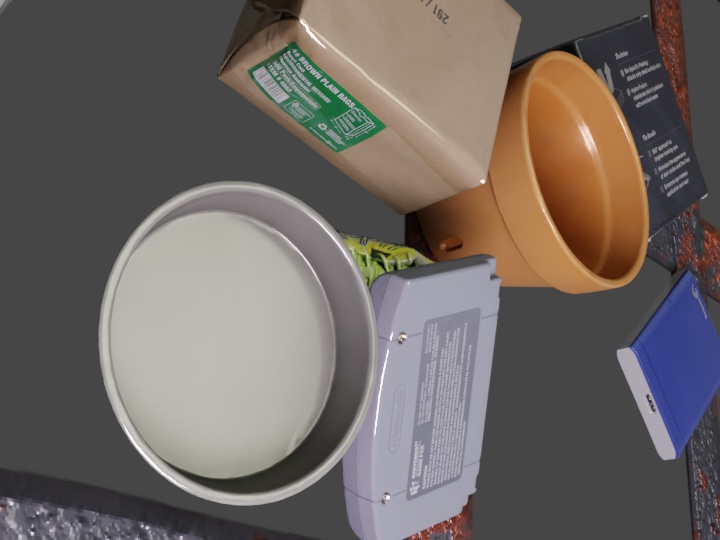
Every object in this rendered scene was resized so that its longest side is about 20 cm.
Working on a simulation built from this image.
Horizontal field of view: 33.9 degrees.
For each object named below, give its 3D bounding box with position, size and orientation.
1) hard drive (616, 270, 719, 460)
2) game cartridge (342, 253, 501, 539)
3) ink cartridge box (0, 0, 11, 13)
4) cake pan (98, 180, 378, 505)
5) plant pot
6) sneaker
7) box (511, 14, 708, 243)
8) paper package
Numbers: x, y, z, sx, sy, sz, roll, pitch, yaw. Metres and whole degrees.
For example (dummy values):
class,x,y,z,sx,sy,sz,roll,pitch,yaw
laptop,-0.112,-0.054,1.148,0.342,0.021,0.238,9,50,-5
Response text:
class,x,y,z,sx,sy,sz,roll,pitch,yaw
hard drive,0.349,0.100,1.304,0.200,0.025,0.133,-38,106,-50
game cartridge,0.043,0.093,0.854,0.133,0.040,0.202,-12,112,-50
ink cartridge box,-0.254,-0.244,0.650,0.199,0.057,0.163,35,67,-13
cake pan,-0.078,0.045,0.747,0.199,0.037,0.203,7,78,-34
plant pot,0.140,-0.068,1.014,0.199,0.139,0.202,23,59,-44
sneaker,0.000,0.000,0.868,0.199,0.076,0.076,9,71,-48
box,0.235,-0.130,1.174,0.196,0.117,0.202,-28,99,-52
paper package,0.016,-0.173,0.910,0.199,0.103,0.192,37,50,-28
